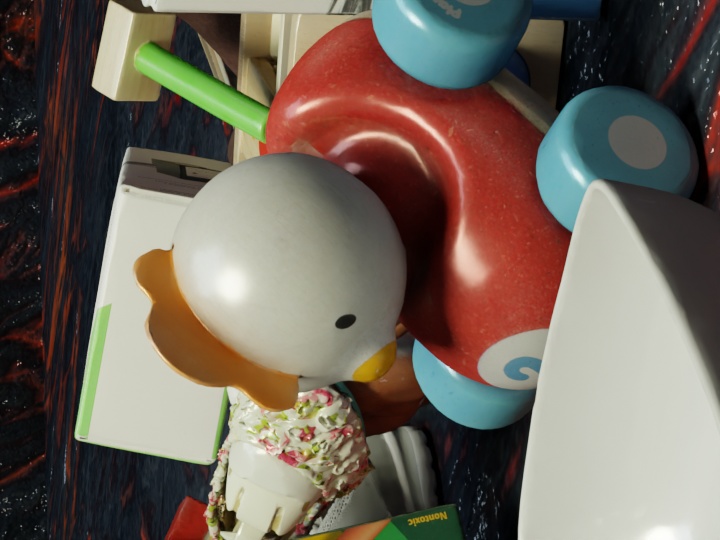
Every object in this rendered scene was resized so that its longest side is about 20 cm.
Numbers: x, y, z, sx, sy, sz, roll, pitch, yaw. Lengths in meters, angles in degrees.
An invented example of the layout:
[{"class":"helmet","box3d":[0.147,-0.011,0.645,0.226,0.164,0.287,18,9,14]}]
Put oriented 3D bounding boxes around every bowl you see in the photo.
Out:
[{"class":"bowl","box3d":[0.120,0.090,0.964,0.200,0.074,0.201,-107,22,-54]}]

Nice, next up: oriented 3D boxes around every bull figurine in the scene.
[{"class":"bull figurine","box3d":[0.008,0.044,1.336,0.200,0.121,0.065,159,94,-75]}]

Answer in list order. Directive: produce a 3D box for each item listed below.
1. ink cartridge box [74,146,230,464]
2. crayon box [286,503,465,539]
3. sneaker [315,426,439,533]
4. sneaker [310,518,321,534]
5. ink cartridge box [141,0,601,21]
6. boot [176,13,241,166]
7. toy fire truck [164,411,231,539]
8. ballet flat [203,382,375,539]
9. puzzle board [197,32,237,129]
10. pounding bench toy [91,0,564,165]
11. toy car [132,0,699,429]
[{"class":"ink cartridge box","box3d":[-0.110,0.015,1.603,0.200,0.084,0.146,-112,32,-81]},{"class":"crayon box","box3d":[-0.031,0.216,1.285,0.058,0.199,0.173,125,132,-69]},{"class":"sneaker","box3d":[0.004,0.171,1.461,0.200,0.082,0.075,-102,18,-44]},{"class":"sneaker","box3d":[-0.016,0.142,1.577,0.200,0.071,0.073,-104,19,-55]},{"class":"ink cartridge box","box3d":[-0.002,-0.174,1.228,0.145,0.199,0.084,-113,26,-61]},{"class":"boot","box3d":[-0.060,-0.130,1.446,0.200,0.166,0.073,-43,39,40]},{"class":"toy fire truck","box3d":[-0.057,0.101,1.581,0.141,0.049,0.200,-64,3,-13]},{"class":"ballet flat","box3d":[-0.037,0.100,1.306,0.064,0.075,0.200,-61,-5,-20]},{"class":"puzzle board","box3d":[-0.051,-0.048,1.677,0.200,0.017,0.151,67,-179,-58]},{"class":"pounding bench toy","box3d":[-0.020,-0.079,1.312,0.156,0.199,0.125,-120,33,-67]},{"class":"toy car","box3d":[0.001,0.002,1.110,0.177,0.200,0.184,45,145,10]}]
